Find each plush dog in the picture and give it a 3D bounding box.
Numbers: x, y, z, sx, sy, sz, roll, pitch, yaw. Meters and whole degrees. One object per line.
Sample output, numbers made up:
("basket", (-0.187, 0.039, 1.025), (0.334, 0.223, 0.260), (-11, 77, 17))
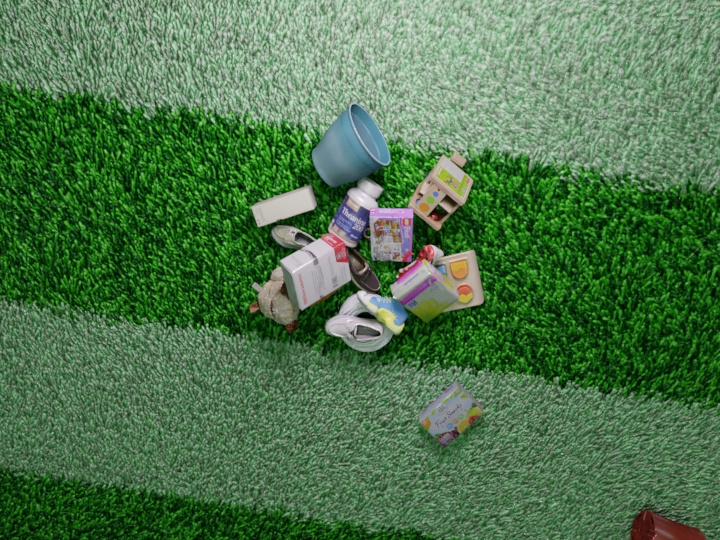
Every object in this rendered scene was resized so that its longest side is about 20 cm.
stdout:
("plush dog", (-0.259, 0.109, 1.702), (0.157, 0.169, 0.208), (-20, 110, -35))

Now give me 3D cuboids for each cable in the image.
("cable", (0.017, 0.176, 1.786), (0.199, 0.070, 0.200), (-41, 102, 12))

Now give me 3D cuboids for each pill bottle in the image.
("pill bottle", (-0.012, -0.186, 1.652), (0.109, 0.111, 0.204), (29, 107, -7))

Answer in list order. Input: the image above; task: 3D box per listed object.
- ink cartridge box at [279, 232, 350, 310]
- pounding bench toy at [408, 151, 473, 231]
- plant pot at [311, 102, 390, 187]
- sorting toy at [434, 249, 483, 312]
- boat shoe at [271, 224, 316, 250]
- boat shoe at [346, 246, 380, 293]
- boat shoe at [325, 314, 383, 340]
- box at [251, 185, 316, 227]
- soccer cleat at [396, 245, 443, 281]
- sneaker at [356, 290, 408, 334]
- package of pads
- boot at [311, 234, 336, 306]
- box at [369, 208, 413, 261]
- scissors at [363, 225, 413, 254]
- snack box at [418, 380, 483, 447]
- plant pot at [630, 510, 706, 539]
("ink cartridge box", (-0.135, 0.002, 1.603), (0.197, 0.083, 0.148), (-31, 132, -26))
("pounding bench toy", (0.251, -0.253, 1.620), (0.123, 0.203, 0.156), (35, 138, -7))
("plant pot", (-0.039, -0.352, 1.567), (0.185, 0.201, 0.203), (-30, 105, 26))
("sorting toy", (0.303, 0.045, 1.748), (0.192, 0.037, 0.192), (-14, 106, 7))
("boat shoe", (-0.203, -0.106, 1.679), (0.195, 0.073, 0.063), (23, 154, 20))
("boat shoe", (0.000, 0.000, 1.712), (0.199, 0.064, 0.074), (44, 66, -23))
("boat shoe", (-0.021, 0.196, 1.722), (0.191, 0.066, 0.075), (7, 108, -1))
("box", (-0.241, -0.205, 1.674), (0.193, 0.083, 0.071), (-16, 106, 9))
("soccer cleat", (0.190, -0.004, 1.701), (0.083, 0.070, 0.201), (6, 136, -38))
("sneaker", (0.078, 0.110, 1.705), (0.200, 0.075, 0.106), (44, 81, -20))
("package of pads", (0.210, 0.066, 1.675), (0.153, 0.070, 0.198), (-38, 133, 19))
("boot", (-0.137, 0.004, 1.704), (0.142, 0.070, 0.208), (-28, 116, -33))
("box", (0.098, -0.108, 1.654), (0.131, 0.040, 0.204), (2, 140, 5))
("scissors", (0.097, -0.114, 1.720), (0.193, 0.014, 0.075), (21, 108, -3))
("snack box", (0.321, 0.514, 1.884), (0.142, 0.053, 0.200), (42, 105, -8))
("plant pot", (1.120, 0.999, 1.934), (0.190, 0.201, 0.206), (26, 107, 3))
